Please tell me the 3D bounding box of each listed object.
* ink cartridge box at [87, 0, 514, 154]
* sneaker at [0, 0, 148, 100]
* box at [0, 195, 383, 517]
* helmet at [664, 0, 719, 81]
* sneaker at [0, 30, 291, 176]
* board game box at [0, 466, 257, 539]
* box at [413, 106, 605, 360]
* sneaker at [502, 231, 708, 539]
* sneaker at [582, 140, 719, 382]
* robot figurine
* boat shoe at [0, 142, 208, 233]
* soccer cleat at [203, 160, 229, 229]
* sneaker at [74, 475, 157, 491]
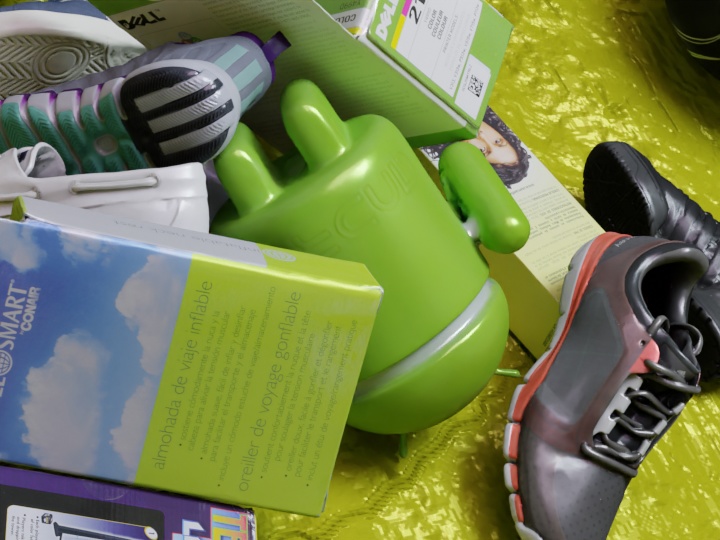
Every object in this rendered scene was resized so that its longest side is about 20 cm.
[{"bbox_3d":[-0.039,-0.144,1.204,0.200,0.148,0.076,37,61,-35],"label":"ink cartridge box"},{"bbox_3d":[-0.152,-0.141,1.286,0.200,0.075,0.085,-3,53,-40],"label":"sneaker"},{"bbox_3d":[-0.101,0.040,1.069,0.200,0.122,0.048,12,13,-15],"label":"box"},{"bbox_3d":[0.291,-0.208,1.482,0.200,0.191,0.200,2,83,-14],"label":"helmet"},{"bbox_3d":[-0.125,-0.078,1.187,0.088,0.200,0.074,-43,116,-47],"label":"sneaker"},{"bbox_3d":[-0.130,0.189,1.017,0.165,0.057,0.200,13,46,-17],"label":"board game box"},{"bbox_3d":[0.084,-0.029,1.320,0.075,0.050,0.200,-25,64,-39],"label":"box"},{"bbox_3d":[0.137,0.065,1.193,0.077,0.082,0.200,32,64,-38],"label":"sneaker"},{"bbox_3d":[0.219,0.002,1.351,0.104,0.060,0.200,-11,61,-31],"label":"sneaker"},{"bbox_3d":[0.000,0.000,1.177,0.200,0.175,0.116,55,4,-15],"label":"robot figurine"},{"bbox_3d":[-0.167,-0.032,1.137,0.200,0.065,0.074,3,1,16],"label":"boat shoe"},{"bbox_3d":[-0.066,-0.031,1.251,0.200,0.068,0.073,32,76,-10],"label":"soccer cleat"},{"bbox_3d":[-0.138,0.052,1.118,0.200,0.085,0.073,14,44,-15],"label":"sneaker"}]
